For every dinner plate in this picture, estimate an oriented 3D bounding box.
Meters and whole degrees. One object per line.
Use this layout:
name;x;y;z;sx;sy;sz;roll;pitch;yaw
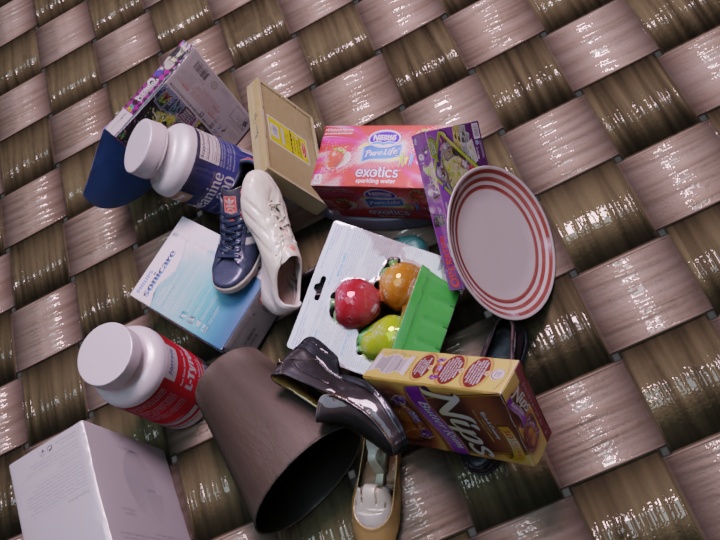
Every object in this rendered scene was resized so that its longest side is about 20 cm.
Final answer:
dinner plate;0.178;-0.035;1.019;0.024;0.199;0.203;-18;57;49

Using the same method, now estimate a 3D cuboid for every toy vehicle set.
toy vehicle set;-0.112;-0.189;1.202;0.026;0.124;0.202;-34;46;27

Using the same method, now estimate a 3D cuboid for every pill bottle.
pill bottle;-0.295;0.144;1.103;0.111;0.200;0.114;-8;65;18
pill bottle;-0.248;-0.154;1.204;0.110;0.199;0.112;-23;59;43

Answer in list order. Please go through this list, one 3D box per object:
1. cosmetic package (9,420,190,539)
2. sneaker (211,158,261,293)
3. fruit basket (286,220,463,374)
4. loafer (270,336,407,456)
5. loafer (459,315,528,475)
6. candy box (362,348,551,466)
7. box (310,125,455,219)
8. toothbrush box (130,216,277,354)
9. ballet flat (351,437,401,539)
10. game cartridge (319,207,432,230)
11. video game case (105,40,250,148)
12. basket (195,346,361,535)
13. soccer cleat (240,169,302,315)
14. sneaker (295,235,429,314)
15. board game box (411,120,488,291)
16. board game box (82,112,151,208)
cosmetic package;-0.327;0.332;1.033;0.122;0.200;0.201;-31;59;5
sneaker;-0.176;-0.069;1.126;0.074;0.085;0.202;1;61;18
fruit basket;0.025;0.050;1.059;0.198;0.094;0.187;17;78;13
loafer;-0.026;0.163;0.961;0.072;0.073;0.199;-33;48;-29
loafer;0.161;0.151;0.999;0.071;0.063;0.202;10;71;23
candy box;0.110;0.156;0.930;0.198;0.117;0.057;-2;38;42
box;0.042;-0.138;1.116;0.198;0.096;0.101;4;68;23
toothbrush box;-0.220;0.029;1.190;0.198;0.085;0.147;24;76;27
ballet flat;0.018;0.260;1.009;0.068;0.063;0.203;-3;67;21
game cartridge;0.028;-0.128;1.193;0.198;0.040;0.135;6;73;24
video game case;-0.279;-0.231;1.264;0.036;0.200;0.182;36;84;32
basket;-0.123;0.208;1.051;0.181;0.136;0.200;-50;55;3
soccer cleat;-0.114;-0.040;1.083;0.077;0.069;0.203;-6;95;55
sneaker;0.000;0.000;1.119;0.198;0.080;0.072;-26;58;8
board game box;0.134;-0.086;1.031;0.032;0.119;0.203;-9;97;40
board game box;-0.380;-0.193;1.281;0.039;0.157;0.201;38;120;18
